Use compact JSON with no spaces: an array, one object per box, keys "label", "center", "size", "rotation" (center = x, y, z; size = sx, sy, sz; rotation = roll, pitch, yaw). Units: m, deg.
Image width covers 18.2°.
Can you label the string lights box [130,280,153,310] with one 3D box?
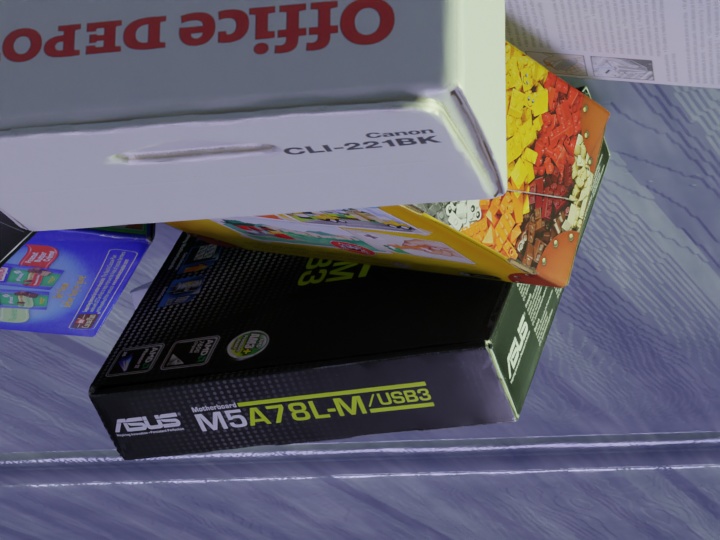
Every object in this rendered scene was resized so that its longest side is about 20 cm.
[{"label":"string lights box","center":[-0.009,0.007,1.163],"size":[0.199,0.059,0.103],"rotation":[-12,-172,35]}]

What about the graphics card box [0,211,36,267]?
[{"label":"graphics card box","center":[-0.196,-0.027,0.902],"size":[0.051,0.126,0.200],"rotation":[24,127,-39]}]

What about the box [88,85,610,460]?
[{"label":"box","center":[0.000,0.000,1.007],"size":[0.192,0.201,0.048],"rotation":[-10,122,27]}]

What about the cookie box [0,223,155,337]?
[{"label":"cookie box","center":[-0.210,-0.032,1.079],"size":[0.198,0.076,0.171],"rotation":[6,161,-15]}]

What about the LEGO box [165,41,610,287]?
[{"label":"LEGO box","center":[-0.025,-0.058,0.907],"size":[0.199,0.078,0.149],"rotation":[7,168,38]}]

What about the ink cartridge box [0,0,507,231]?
[{"label":"ink cartridge box","center":[-0.036,-0.118,0.607],"size":[0.143,0.202,0.084],"rotation":[-3,162,13]}]

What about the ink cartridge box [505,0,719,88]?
[{"label":"ink cartridge box","center":[0.113,-0.113,0.857],"size":[0.198,0.051,0.109],"rotation":[6,164,11]}]
